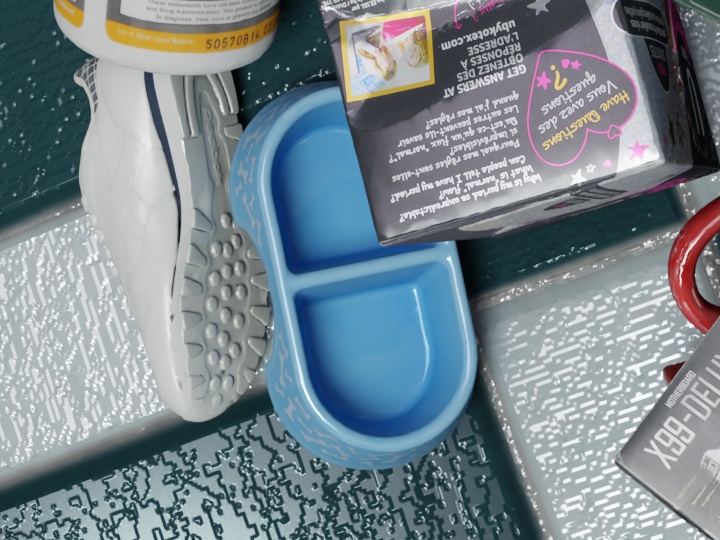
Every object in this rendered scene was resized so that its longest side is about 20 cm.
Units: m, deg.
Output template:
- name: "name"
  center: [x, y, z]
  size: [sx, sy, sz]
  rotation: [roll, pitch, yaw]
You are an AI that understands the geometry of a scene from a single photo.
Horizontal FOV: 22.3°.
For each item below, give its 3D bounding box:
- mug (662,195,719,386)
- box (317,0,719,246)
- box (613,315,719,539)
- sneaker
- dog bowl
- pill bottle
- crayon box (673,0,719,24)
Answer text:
- name: "mug"
  center: [0.244, 0.033, 0.808]
  size: [0.199, 0.178, 0.134]
  rotation: [-34, 38, 11]
- name: "box"
  center: [0.082, -0.081, 0.832]
  size: [0.131, 0.200, 0.116]
  rotation: [-15, 88, 17]
- name: "box"
  center: [0.224, 0.048, 0.740]
  size: [0.157, 0.050, 0.201]
  rotation: [36, 91, 17]
- name: "sneaker"
  center: [-0.103, -0.021, 0.958]
  size: [0.080, 0.076, 0.202]
  rotation: [-9, 84, 28]
- name: "dog bowl"
  center: [0.000, 0.000, 0.915]
  size: [0.110, 0.050, 0.202]
  rotation: [-11, 87, -10]
- name: "pill bottle"
  center: [-0.085, -0.205, 0.874]
  size: [0.115, 0.116, 0.202]
  rotation: [19, 120, 16]
- name: "crayon box"
  center: [0.241, -0.124, 0.779]
  size: [0.126, 0.199, 0.052]
  rotation: [38, 127, 44]
